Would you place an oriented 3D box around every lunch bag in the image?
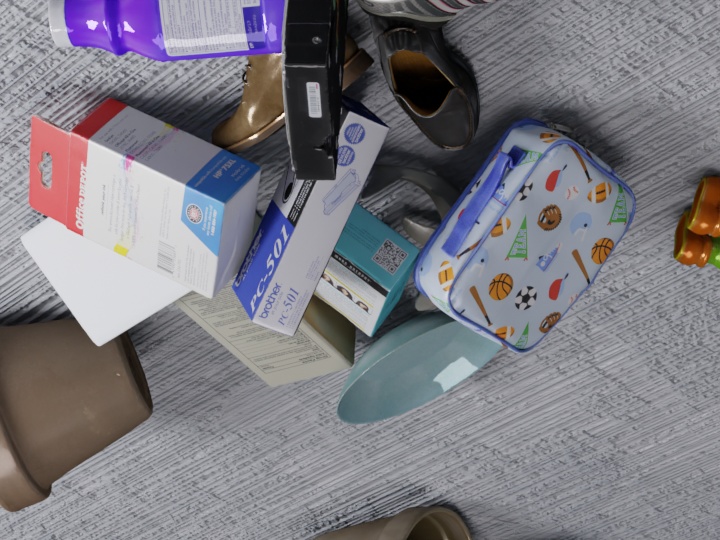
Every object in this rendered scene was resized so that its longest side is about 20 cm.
[{"bbox_3d":[0.146,-0.035,1.700,0.160,0.076,0.200,31,94,-40],"label":"lunch bag"}]

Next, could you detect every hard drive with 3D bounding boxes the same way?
[{"bbox_3d":[-0.219,-0.022,1.794,0.200,0.027,0.132,-30,99,37],"label":"hard drive"},{"bbox_3d":[-0.033,-0.188,1.452,0.038,0.200,0.140,2,146,4],"label":"hard drive"}]

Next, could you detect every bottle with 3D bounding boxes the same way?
[{"bbox_3d":[-0.149,-0.210,1.531,0.200,0.065,0.084,-4,102,8],"label":"bottle"}]

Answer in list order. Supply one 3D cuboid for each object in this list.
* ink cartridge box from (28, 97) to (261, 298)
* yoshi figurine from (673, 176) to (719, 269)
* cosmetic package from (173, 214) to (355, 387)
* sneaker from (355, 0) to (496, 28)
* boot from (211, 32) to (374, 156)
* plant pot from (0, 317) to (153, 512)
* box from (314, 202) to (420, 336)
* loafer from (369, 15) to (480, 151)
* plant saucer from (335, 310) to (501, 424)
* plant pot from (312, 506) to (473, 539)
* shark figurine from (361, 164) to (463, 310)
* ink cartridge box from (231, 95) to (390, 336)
[{"bbox_3d":[-0.194,-0.072,1.685,0.200,0.067,0.116,26,134,15],"label":"ink cartridge box"},{"bbox_3d":[0.402,-0.032,1.776,0.200,0.112,0.112,18,104,1],"label":"yoshi figurine"},{"bbox_3d":[-0.097,0.031,1.883,0.105,0.071,0.200,-15,142,25],"label":"cosmetic package"},{"bbox_3d":[0.081,-0.235,1.494,0.199,0.074,0.087,-8,169,-8],"label":"sneaker"},{"bbox_3d":[-0.074,-0.161,1.631,0.075,0.074,0.200,49,136,-10],"label":"boot"},{"bbox_3d":[-0.313,0.126,1.959,0.174,0.200,0.200,-21,143,-1],"label":"plant pot"},{"bbox_3d":[0.000,0.000,1.770,0.082,0.049,0.200,37,166,4],"label":"box"},{"bbox_3d":[0.053,-0.156,1.606,0.073,0.072,0.200,-12,144,18],"label":"loafer"},{"bbox_3d":[0.057,0.088,1.944,0.201,0.039,0.201,-25,158,-11],"label":"plant saucer"},{"bbox_3d":[0.022,0.382,2.311,0.173,0.200,0.200,0,149,34],"label":"plant pot"},{"bbox_3d":[0.081,-0.033,1.764,0.128,0.090,0.215,-21,137,8],"label":"shark figurine"},{"bbox_3d":[-0.045,-0.052,1.649,0.044,0.094,0.200,21,101,-21],"label":"ink cartridge box"}]
